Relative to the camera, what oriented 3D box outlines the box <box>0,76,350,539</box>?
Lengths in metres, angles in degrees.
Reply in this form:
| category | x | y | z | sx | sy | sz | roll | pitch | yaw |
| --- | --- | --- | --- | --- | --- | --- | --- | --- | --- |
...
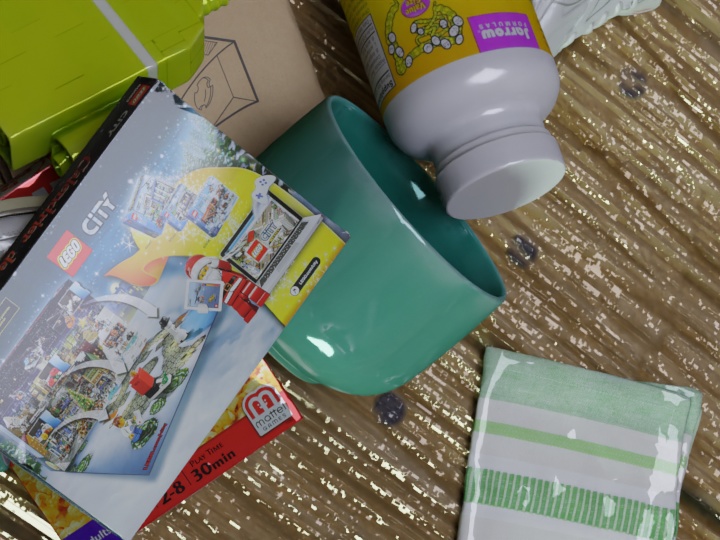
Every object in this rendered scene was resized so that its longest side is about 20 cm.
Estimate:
| category | x | y | z | sx | sy | sz | roll | pitch | yaw |
| --- | --- | --- | --- | --- | --- | --- | --- | --- | --- |
| box | -0.117 | 0.019 | 1.526 | 0.137 | 0.038 | 0.200 | 39 | 81 | -20 |

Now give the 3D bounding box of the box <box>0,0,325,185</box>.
| category | x | y | z | sx | sy | sz | roll | pitch | yaw |
| --- | --- | --- | --- | --- | --- | --- | --- | --- | --- |
| box | -0.118 | -0.094 | 1.693 | 0.200 | 0.021 | 0.164 | -25 | 99 | -25 |

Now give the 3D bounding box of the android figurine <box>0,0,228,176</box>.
| category | x | y | z | sx | sy | sz | roll | pitch | yaw |
| --- | --- | --- | --- | --- | --- | --- | --- | --- | --- |
| android figurine | -0.168 | -0.129 | 1.612 | 0.200 | 0.041 | 0.182 | -30 | 62 | -22 |

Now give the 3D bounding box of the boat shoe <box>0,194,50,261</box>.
| category | x | y | z | sx | sy | sz | roll | pitch | yaw |
| --- | --- | --- | --- | --- | --- | --- | --- | --- | --- |
| boat shoe | -0.168 | 0.001 | 1.561 | 0.200 | 0.075 | 0.068 | -17 | 74 | -9 |

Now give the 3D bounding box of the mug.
| category | x | y | z | sx | sy | sz | roll | pitch | yaw |
| --- | --- | --- | --- | --- | --- | --- | --- | --- | --- |
| mug | 0.000 | 0.003 | 1.666 | 0.114 | 0.152 | 0.185 | -40 | 127 | 11 |

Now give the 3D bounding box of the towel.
| category | x | y | z | sx | sy | sz | roll | pitch | yaw |
| --- | --- | --- | --- | --- | --- | --- | --- | --- | --- |
| towel | 0.130 | 0.158 | 1.796 | 0.152 | 0.023 | 0.200 | 12 | 83 | -23 |

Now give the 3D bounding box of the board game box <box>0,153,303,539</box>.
| category | x | y | z | sx | sy | sz | roll | pitch | yaw |
| --- | --- | --- | --- | --- | --- | --- | --- | --- | --- |
| board game box | -0.150 | 0.041 | 1.639 | 0.151 | 0.046 | 0.200 | -35 | 102 | -5 |

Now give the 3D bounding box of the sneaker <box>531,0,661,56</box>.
| category | x | y | z | sx | sy | sz | roll | pitch | yaw |
| --- | --- | --- | --- | --- | --- | --- | --- | --- | --- |
| sneaker | 0.137 | -0.172 | 1.787 | 0.099 | 0.078 | 0.200 | 35 | 75 | -23 |

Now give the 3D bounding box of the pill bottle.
| category | x | y | z | sx | sy | sz | roll | pitch | yaw |
| --- | --- | --- | --- | --- | --- | --- | --- | --- | --- |
| pill bottle | 0.051 | -0.134 | 1.693 | 0.104 | 0.104 | 0.200 | -11 | 69 | -25 |

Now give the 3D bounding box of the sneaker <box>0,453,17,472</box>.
| category | x | y | z | sx | sy | sz | roll | pitch | yaw |
| --- | --- | --- | --- | --- | --- | --- | --- | --- | --- |
| sneaker | -0.201 | 0.063 | 1.572 | 0.200 | 0.074 | 0.088 | -21 | 96 | -5 |
